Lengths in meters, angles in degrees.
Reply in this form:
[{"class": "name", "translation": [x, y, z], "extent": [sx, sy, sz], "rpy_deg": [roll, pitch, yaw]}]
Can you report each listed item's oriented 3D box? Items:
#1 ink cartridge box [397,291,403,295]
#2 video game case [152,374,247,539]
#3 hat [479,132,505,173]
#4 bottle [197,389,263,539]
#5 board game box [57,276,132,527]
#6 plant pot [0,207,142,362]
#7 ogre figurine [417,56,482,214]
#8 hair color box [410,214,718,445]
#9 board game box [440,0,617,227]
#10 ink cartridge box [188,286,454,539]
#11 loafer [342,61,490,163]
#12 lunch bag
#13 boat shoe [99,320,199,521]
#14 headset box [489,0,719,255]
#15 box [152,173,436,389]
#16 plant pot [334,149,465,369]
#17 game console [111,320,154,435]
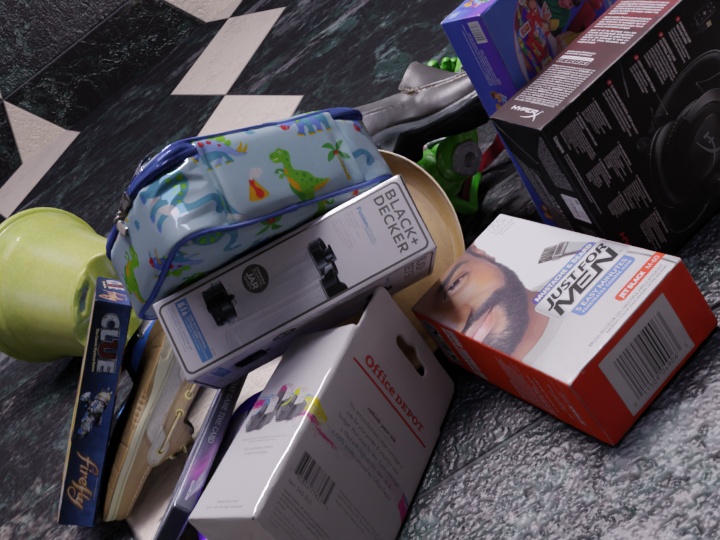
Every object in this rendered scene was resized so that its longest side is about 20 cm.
[{"class": "ink cartridge box", "translation": [-0.016, 0.017, 0.923], "extent": [0.198, 0.044, 0.095], "rpy_deg": [-17, 31, 39]}, {"class": "video game case", "translation": [-0.132, 0.154, 0.805], "extent": [0.201, 0.019, 0.144], "rpy_deg": [-71, 8, -50]}, {"class": "hat", "translation": [0.202, -0.147, 0.890], "extent": [0.200, 0.163, 0.179], "rpy_deg": [-139, 67, -86]}, {"class": "bottle", "translation": [-0.079, 0.177, 0.723], "extent": [0.083, 0.065, 0.201], "rpy_deg": [-30, 27, 27]}, {"class": "board game box", "translation": [-0.249, 0.117, 0.918], "extent": [0.135, 0.034, 0.204], "rpy_deg": [-149, 70, -73]}, {"class": "plant pot", "translation": [-0.348, 0.028, 1.212], "extent": [0.182, 0.202, 0.201], "rpy_deg": [8, 50, 42]}, {"class": "ogre figurine", "translation": [0.071, -0.116, 0.932], "extent": [0.199, 0.097, 0.122], "rpy_deg": [-29, 52, 41]}, {"class": "hair color box", "translation": [0.132, 0.031, 0.682], "extent": [0.111, 0.064, 0.199], "rpy_deg": [-45, 25, -12]}, {"class": "board game box", "translation": [0.161, -0.146, 0.762], "extent": [0.134, 0.201, 0.044], "rpy_deg": [-45, 27, -24]}, {"class": "ink cartridge box", "translation": [-0.017, 0.122, 0.672], "extent": [0.067, 0.116, 0.201], "rpy_deg": [-13, 35, 41]}, {"class": "loafer", "translation": [0.057, -0.145, 0.830], "extent": [0.198, 0.073, 0.072], "rpy_deg": [-26, -11, 30]}, {"class": "lunch bag", "translation": [-0.087, -0.042, 0.734], "extent": [0.198, 0.083, 0.161], "rpy_deg": [-21, -15, -33]}, {"class": "boat shoe", "translation": [-0.182, 0.139, 0.890], "extent": [0.203, 0.066, 0.074], "rpy_deg": [-68, 24, 7]}, {"class": "headset box", "translation": [0.216, -0.114, 0.707], "extent": [0.200, 0.149, 0.077], "rpy_deg": [-43, 26, -7]}, {"class": "box", "translation": [-0.042, 0.013, 0.725], "extent": [0.198, 0.061, 0.117], "rpy_deg": [-28, -10, -3]}, {"class": "plant pot", "translation": [0.000, 0.000, 0.824], "extent": [0.198, 0.203, 0.027], "rpy_deg": [-29, -17, 20]}, {"class": "game console", "translation": [-0.208, 0.064, 1.031], "extent": [0.116, 0.172, 0.201], "rpy_deg": [9, 47, 23]}]
